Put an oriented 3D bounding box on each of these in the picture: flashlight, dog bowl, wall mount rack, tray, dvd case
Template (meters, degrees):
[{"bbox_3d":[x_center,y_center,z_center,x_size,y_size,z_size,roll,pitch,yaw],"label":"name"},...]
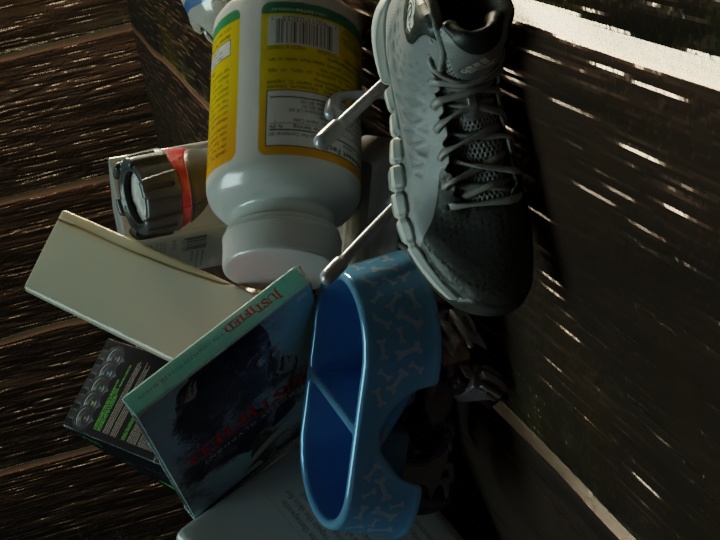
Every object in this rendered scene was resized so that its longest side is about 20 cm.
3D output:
[{"bbox_3d":[-0.088,-0.076,1.152,0.068,0.200,0.068,-30,76,62],"label":"flashlight"},{"bbox_3d":[0.002,0.084,0.979,0.111,0.049,0.201,-132,45,-57],"label":"dog bowl"},{"bbox_3d":[0.005,-0.097,0.938,0.200,0.074,0.174,88,178,-48],"label":"wall mount rack"},{"bbox_3d":[0.000,0.000,1.100,0.107,0.022,0.201,-162,77,-70],"label":"tray"},{"bbox_3d":[-0.082,0.092,1.040,0.022,0.146,0.200,46,164,24],"label":"dvd case"}]

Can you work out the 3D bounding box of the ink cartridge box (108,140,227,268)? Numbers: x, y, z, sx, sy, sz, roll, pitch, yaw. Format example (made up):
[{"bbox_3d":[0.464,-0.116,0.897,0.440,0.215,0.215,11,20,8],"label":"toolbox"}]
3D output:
[{"bbox_3d":[-0.122,-0.061,1.349,0.147,0.199,0.083,120,138,-73],"label":"ink cartridge box"}]

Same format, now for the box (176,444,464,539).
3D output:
[{"bbox_3d":[-0.014,0.260,1.153,0.199,0.171,0.200,47,158,22],"label":"box"}]

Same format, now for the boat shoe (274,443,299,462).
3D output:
[{"bbox_3d":[-0.076,0.120,1.189,0.060,0.200,0.074,30,177,26],"label":"boat shoe"}]

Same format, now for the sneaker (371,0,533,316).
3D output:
[{"bbox_3d":[0.054,-0.080,0.790,0.116,0.075,0.201,122,134,-71],"label":"sneaker"}]

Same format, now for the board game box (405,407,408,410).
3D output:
[{"bbox_3d":[0.028,0.054,1.173,0.158,0.039,0.201,-164,68,-78],"label":"board game box"}]

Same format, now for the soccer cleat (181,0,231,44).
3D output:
[{"bbox_3d":[-0.139,-0.246,1.296,0.200,0.070,0.087,-124,21,-53],"label":"soccer cleat"}]

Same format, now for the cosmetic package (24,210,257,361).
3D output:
[{"bbox_3d":[-0.144,0.031,1.131,0.200,0.073,0.104,22,173,28],"label":"cosmetic package"}]

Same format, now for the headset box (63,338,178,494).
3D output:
[{"bbox_3d":[-0.138,0.151,1.321,0.200,0.093,0.174,14,161,42],"label":"headset box"}]

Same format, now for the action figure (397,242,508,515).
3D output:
[{"bbox_3d":[0.050,0.066,1.010,0.130,0.069,0.200,-108,21,-53],"label":"action figure"}]

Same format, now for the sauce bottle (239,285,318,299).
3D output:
[{"bbox_3d":[-0.073,0.031,1.238,0.065,0.200,0.065,30,145,24],"label":"sauce bottle"}]

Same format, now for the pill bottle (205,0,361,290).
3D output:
[{"bbox_3d":[-0.054,-0.092,1.074,0.113,0.112,0.201,105,166,-68],"label":"pill bottle"}]
